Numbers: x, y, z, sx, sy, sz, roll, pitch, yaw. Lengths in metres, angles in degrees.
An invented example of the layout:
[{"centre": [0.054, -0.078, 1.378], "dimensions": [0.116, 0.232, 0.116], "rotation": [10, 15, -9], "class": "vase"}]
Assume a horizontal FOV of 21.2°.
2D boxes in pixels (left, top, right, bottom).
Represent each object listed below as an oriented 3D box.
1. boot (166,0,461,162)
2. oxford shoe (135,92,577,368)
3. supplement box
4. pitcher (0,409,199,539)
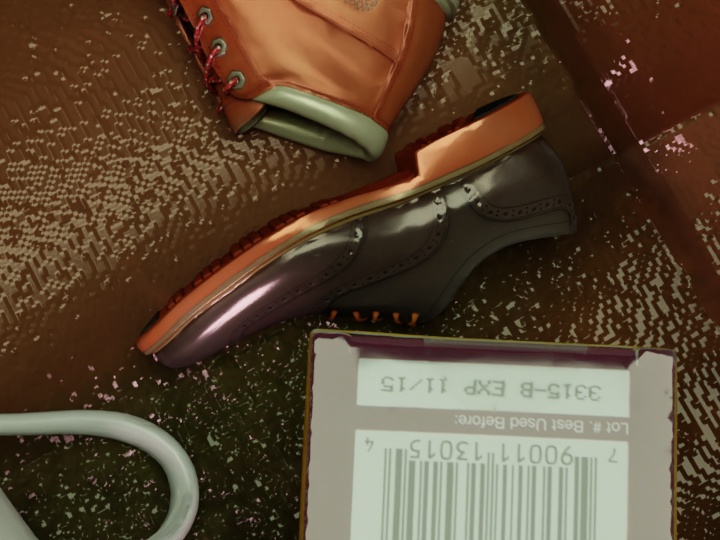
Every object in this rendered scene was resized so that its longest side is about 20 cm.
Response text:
[{"centre": [-0.062, -0.120, 0.850], "dimensions": [0.199, 0.075, 0.108], "rotation": [21, 81, 2], "class": "boot"}, {"centre": [0.000, 0.000, 0.823], "dimensions": [0.199, 0.071, 0.073], "rotation": [-28, 97, 1], "class": "oxford shoe"}, {"centre": [0.042, 0.094, 0.731], "dimensions": [0.130, 0.200, 0.104], "rotation": [3, 75, -1], "class": "supplement box"}, {"centre": [-0.177, 0.098, 0.778], "dimensions": [0.199, 0.121, 0.172], "rotation": [33, 56, -4], "class": "pitcher"}]
